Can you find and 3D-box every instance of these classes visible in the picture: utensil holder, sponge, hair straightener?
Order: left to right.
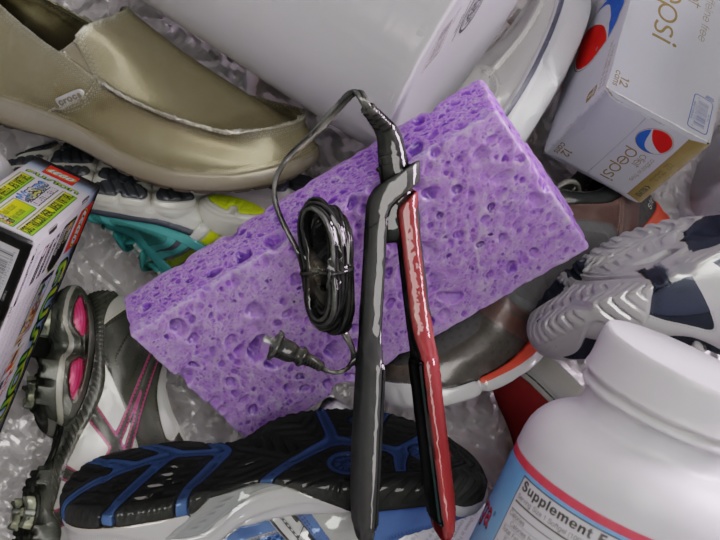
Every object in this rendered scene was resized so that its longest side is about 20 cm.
[{"bbox_3d":[-0.025,-0.175,0.766,0.200,0.170,0.170,34,76,7],"label":"utensil holder"},{"bbox_3d":[-0.004,0.022,0.685,0.077,0.041,0.200,-5,96,-7],"label":"hair straightener"},{"bbox_3d":[0.000,0.000,0.756,0.200,0.030,0.112,-31,135,9],"label":"sponge"}]

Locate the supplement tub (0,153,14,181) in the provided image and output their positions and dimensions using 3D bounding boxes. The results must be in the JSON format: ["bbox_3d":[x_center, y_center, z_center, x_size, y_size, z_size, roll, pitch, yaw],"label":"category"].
[{"bbox_3d":[-0.261,0.012,0.718,0.145,0.145,0.200,26,78,-10],"label":"supplement tub"}]

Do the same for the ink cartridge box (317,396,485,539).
[{"bbox_3d":[0.004,0.193,0.798,0.173,0.044,0.200,33,85,-4],"label":"ink cartridge box"}]

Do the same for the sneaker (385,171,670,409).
[{"bbox_3d":[0.076,-0.004,0.837,0.200,0.077,0.082,-37,114,-27],"label":"sneaker"}]

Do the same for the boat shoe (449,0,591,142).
[{"bbox_3d":[0.051,-0.080,0.852,0.066,0.072,0.200,34,87,-9],"label":"boat shoe"}]

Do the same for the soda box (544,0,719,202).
[{"bbox_3d":[0.162,-0.138,0.853,0.064,0.068,0.200,27,56,-10],"label":"soda box"}]

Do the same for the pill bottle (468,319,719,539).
[{"bbox_3d":[0.105,0.129,0.712,0.109,0.109,0.200,22,101,-11],"label":"pill bottle"}]

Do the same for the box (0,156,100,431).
[{"bbox_3d":[-0.181,0.054,0.711,0.035,0.110,0.200,24,105,-2],"label":"box"}]

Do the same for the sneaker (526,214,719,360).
[{"bbox_3d":[0.191,0.033,0.768,0.199,0.080,0.130,-25,107,15],"label":"sneaker"}]

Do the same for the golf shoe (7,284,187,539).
[{"bbox_3d":[-0.127,0.109,0.780,0.088,0.077,0.200,9,81,-20],"label":"golf shoe"}]

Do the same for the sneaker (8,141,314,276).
[{"bbox_3d":[-0.088,-0.014,0.802,0.200,0.078,0.080,16,117,1],"label":"sneaker"}]

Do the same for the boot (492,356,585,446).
[{"bbox_3d":[0.088,0.155,0.835,0.144,0.072,0.200,-28,92,-12],"label":"boot"}]

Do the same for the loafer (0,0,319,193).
[{"bbox_3d":[-0.114,-0.091,0.772,0.200,0.076,0.068,16,114,9],"label":"loafer"}]

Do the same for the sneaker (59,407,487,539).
[{"bbox_3d":[-0.038,0.118,0.750,0.200,0.076,0.077,-6,114,-7],"label":"sneaker"}]

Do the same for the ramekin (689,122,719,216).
[{"bbox_3d":[0.264,-0.080,0.844,0.098,0.200,0.201,33,76,0],"label":"ramekin"}]
